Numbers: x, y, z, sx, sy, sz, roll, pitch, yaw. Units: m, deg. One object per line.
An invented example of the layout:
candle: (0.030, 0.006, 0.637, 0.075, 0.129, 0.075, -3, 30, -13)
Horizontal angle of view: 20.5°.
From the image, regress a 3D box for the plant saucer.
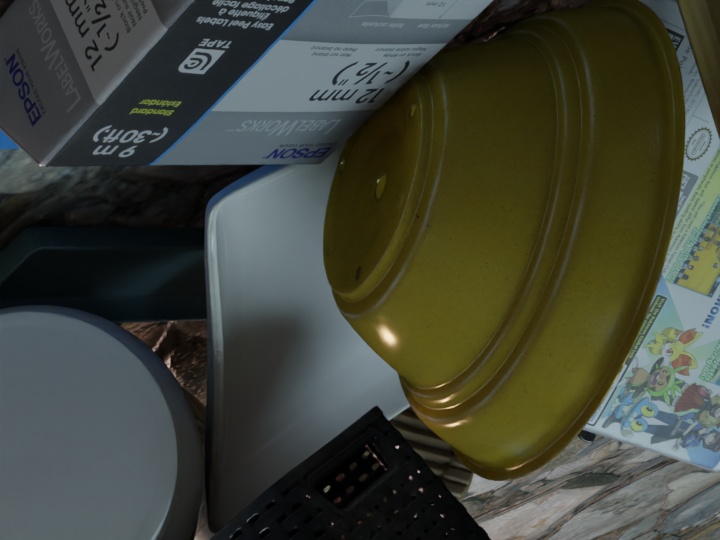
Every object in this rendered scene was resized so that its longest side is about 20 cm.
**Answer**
plant saucer: (-0.100, 0.001, 0.946, 0.070, 0.019, 0.200, -39, 158, 33)

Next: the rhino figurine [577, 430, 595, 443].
rhino figurine: (0.105, 0.018, 1.015, 0.060, 0.200, 0.088, 7, 130, 8)

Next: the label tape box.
label tape box: (-0.054, -0.081, 0.728, 0.143, 0.066, 0.200, -4, 149, -47)

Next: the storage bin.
storage bin: (-0.047, 0.166, 0.875, 0.200, 0.094, 0.135, -45, 174, 27)

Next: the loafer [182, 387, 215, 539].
loafer: (-0.079, 0.123, 1.027, 0.070, 0.200, 0.070, 17, 106, -47)

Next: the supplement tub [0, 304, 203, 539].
supplement tub: (-0.142, 0.095, 0.895, 0.144, 0.145, 0.200, -23, 171, -9)

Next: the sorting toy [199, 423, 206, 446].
sorting toy: (0.007, 0.024, 1.053, 0.185, 0.036, 0.200, -50, 160, 8)

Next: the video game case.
video game case: (0.143, -0.015, 0.910, 0.182, 0.022, 0.200, 19, 106, -30)

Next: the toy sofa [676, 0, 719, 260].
toy sofa: (0.168, -0.089, 0.771, 0.097, 0.200, 0.083, -21, -164, 1)

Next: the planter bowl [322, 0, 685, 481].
planter bowl: (0.039, -0.024, 0.786, 0.083, 0.201, 0.200, 16, 143, -20)

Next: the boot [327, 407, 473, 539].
boot: (-0.017, 0.147, 1.085, 0.072, 0.200, 0.166, 27, 152, -20)

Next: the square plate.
square plate: (0.000, 0.000, 0.905, 0.200, 0.028, 0.198, -32, 142, -33)
